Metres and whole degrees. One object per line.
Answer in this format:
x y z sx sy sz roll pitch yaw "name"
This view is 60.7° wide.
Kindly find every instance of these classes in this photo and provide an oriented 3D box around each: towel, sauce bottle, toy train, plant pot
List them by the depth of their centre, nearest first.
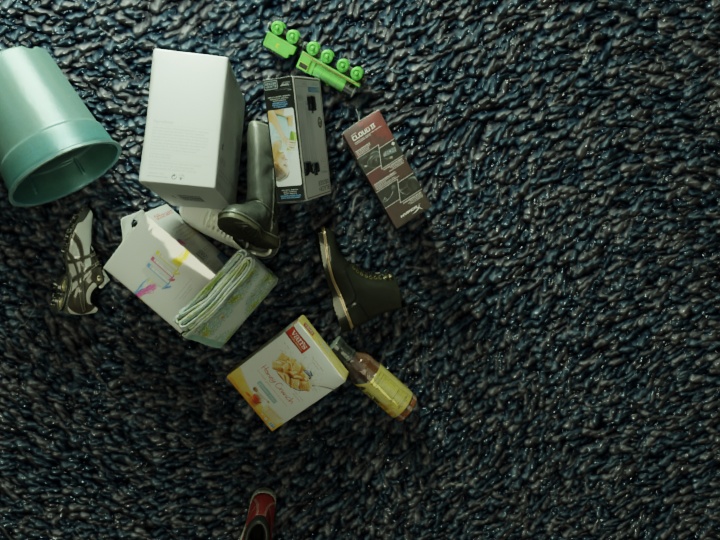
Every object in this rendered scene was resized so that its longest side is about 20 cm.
-0.538 -0.246 1.028 0.197 0.200 0.199 -30 93 4 "plant pot"
-0.225 0.054 1.071 0.048 0.200 0.171 43 85 12 "towel"
-0.081 -0.372 1.090 0.197 0.042 0.057 28 108 -7 "toy train"
0.021 0.205 1.187 0.199 0.066 0.066 42 97 -6 "sauce bottle"

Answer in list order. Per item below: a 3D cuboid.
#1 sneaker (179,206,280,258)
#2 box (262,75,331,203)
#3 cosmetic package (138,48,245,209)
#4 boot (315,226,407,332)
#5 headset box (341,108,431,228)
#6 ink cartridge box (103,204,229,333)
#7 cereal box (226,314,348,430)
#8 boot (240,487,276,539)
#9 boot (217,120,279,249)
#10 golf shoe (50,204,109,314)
-0.238 -0.081 1.117 0.196 0.081 0.078 22 101 -4 "sneaker"
-0.107 -0.226 1.068 0.059 0.116 0.206 -1 102 20 "box"
-0.265 -0.219 1.008 0.119 0.199 0.206 4 86 -3 "cosmetic package"
0.000 0.000 1.149 0.135 0.078 0.204 -17 114 -3 "boot"
0.036 -0.186 1.072 0.076 0.149 0.203 -29 99 3 "headset box"
-0.344 -0.015 1.100 0.199 0.129 0.126 41 98 -8 "ink cartridge box"
-0.138 0.197 1.166 0.199 0.040 0.145 -37 98 21 "cereal box"
-0.207 0.554 1.201 0.070 0.144 0.206 8 102 -5 "boot"
-0.176 -0.152 1.028 0.071 0.182 0.206 4 80 12 "boot"
-0.504 -0.016 1.132 0.092 0.078 0.205 12 102 -22 "golf shoe"
